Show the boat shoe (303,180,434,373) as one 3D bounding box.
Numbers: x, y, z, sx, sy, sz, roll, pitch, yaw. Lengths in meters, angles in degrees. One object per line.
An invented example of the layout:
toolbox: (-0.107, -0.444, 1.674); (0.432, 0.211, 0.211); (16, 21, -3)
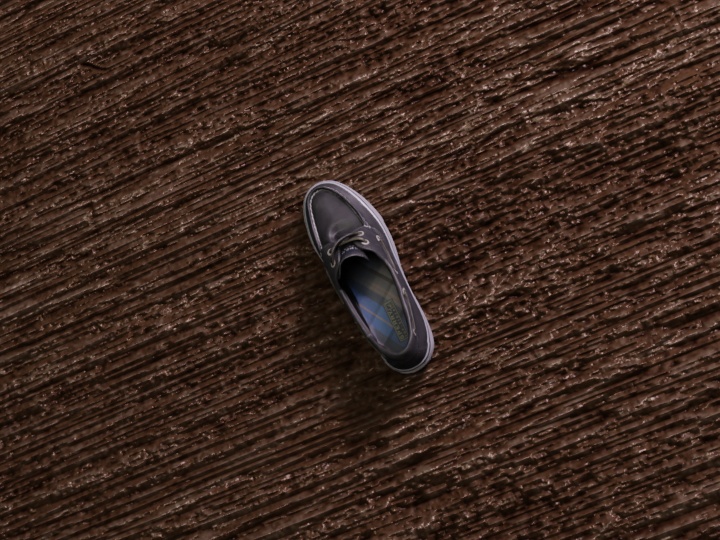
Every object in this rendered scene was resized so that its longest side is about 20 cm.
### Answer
boat shoe: (0.000, 0.000, 1.110); (0.069, 0.066, 0.202); (-28, 71, 9)
